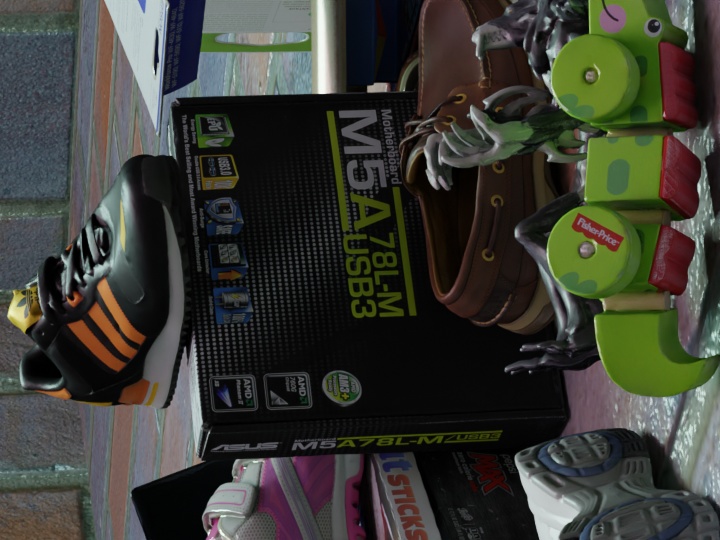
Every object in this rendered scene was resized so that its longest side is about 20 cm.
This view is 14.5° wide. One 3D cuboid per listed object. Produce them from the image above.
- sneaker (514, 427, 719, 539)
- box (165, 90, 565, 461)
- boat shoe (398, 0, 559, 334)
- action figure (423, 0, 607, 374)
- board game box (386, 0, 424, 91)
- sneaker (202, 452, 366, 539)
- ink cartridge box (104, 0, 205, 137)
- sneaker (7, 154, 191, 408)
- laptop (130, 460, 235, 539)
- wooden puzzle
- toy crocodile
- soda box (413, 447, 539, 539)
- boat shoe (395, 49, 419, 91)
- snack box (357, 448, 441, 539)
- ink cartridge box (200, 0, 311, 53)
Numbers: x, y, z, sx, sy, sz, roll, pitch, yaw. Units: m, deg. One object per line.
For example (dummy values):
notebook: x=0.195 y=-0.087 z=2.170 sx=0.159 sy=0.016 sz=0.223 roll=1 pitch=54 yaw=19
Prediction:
sneaker: x=0.121 y=0.137 z=1.266 sx=0.200 sy=0.074 sz=0.088 roll=-106 pitch=4 yaw=-73
box: x=0.000 y=0.000 z=1.504 sx=0.048 sy=0.192 sz=0.201 roll=104 pitch=162 yaw=-62
boat shoe: x=0.057 y=-0.065 z=1.473 sx=0.072 sy=0.067 sz=0.201 roll=-38 pitch=53 yaw=48
action figure: x=0.081 y=-0.057 z=1.317 sx=0.119 sy=0.102 sz=0.201 roll=83 pitch=-179 yaw=-81
board game box: x=0.036 y=-0.187 z=1.735 sx=0.200 sy=0.019 sz=0.103 roll=105 pitch=160 yaw=-57
sneaker: x=-0.043 y=0.122 z=1.506 sx=0.081 sy=0.088 sz=0.201 roll=105 pitch=159 yaw=-61
ink cartridge box: x=-0.120 y=-0.177 z=1.568 sx=0.100 sy=0.039 sz=0.200 roll=100 pitch=155 yaw=-47
sneaker: x=-0.138 y=0.013 z=1.473 sx=0.200 sy=0.090 sz=0.070 roll=102 pitch=162 yaw=-57
laptop: x=-0.056 y=0.200 z=1.697 sx=0.200 sy=0.115 sz=0.188 roll=143 pitch=107 yaw=-82
wooden puzzle: x=0.000 y=-0.100 z=1.700 sx=0.200 sy=0.046 sz=0.186 roll=-23 pitch=-68 yaw=-86
toy crocodile: x=0.121 y=-0.045 z=1.222 sx=0.067 sy=0.061 sz=0.201 roll=21 pitch=-112 yaw=-63
soda box: x=0.063 y=0.130 z=1.513 sx=0.200 sy=0.070 sz=0.064 roll=-111 pitch=23 yaw=-59
boat shoe: x=0.043 y=-0.028 z=1.621 sx=0.068 sy=0.072 sz=0.201 roll=-127 pitch=45 yaw=-79
snack box: x=0.013 y=0.119 z=1.514 sx=0.200 sy=0.024 sz=0.072 roll=-109 pitch=18 yaw=-56
ink cartridge box: x=-0.059 y=-0.213 z=1.884 sx=0.200 sy=0.147 sz=0.076 roll=120 pitch=147 yaw=-70
